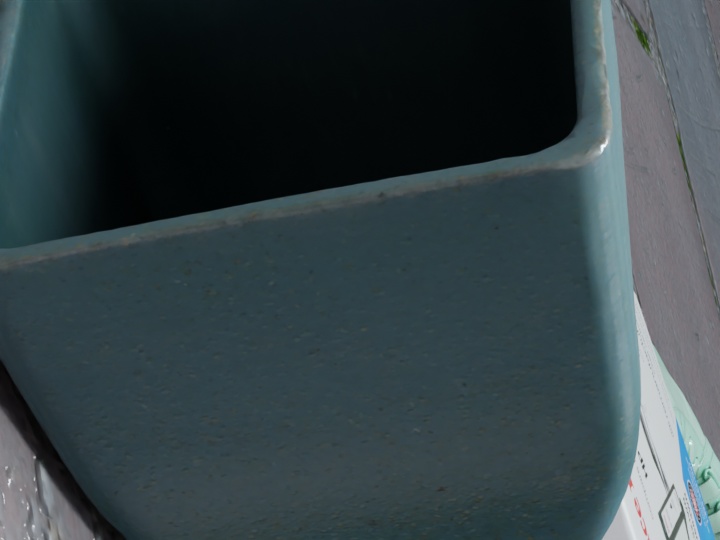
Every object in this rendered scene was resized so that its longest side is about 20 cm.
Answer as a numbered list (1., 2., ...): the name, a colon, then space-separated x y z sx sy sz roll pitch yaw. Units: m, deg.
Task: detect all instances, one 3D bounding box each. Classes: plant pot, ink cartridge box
1. plant pot: 0.000 0.000 0.961 0.196 0.196 0.200 -88 164 -52
2. ink cartridge box: 0.099 0.099 1.399 0.200 0.084 0.146 -39 111 -75

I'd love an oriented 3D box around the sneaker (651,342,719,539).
1. sneaker: 0.162 0.123 1.619 0.201 0.074 0.118 62 9 -4
